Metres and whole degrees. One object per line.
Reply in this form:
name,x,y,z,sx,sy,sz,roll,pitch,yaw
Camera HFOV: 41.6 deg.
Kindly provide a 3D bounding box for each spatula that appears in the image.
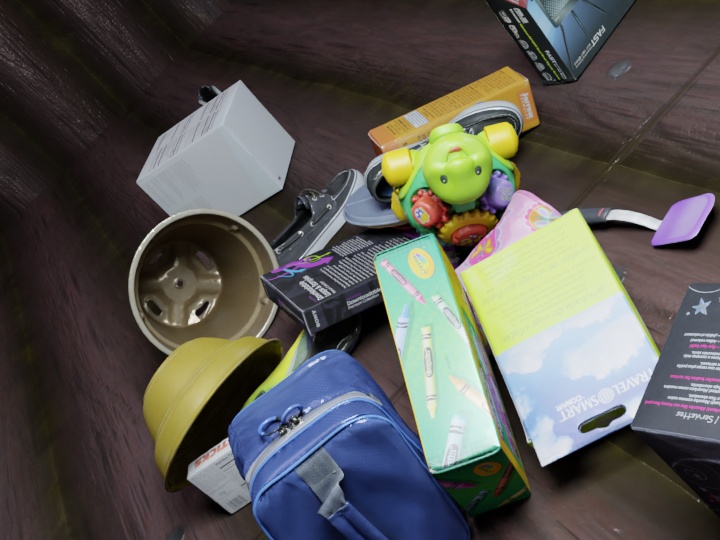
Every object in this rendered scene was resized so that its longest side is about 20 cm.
spatula,0.255,-0.050,0.912,0.057,0.021,0.200,-55,29,-17

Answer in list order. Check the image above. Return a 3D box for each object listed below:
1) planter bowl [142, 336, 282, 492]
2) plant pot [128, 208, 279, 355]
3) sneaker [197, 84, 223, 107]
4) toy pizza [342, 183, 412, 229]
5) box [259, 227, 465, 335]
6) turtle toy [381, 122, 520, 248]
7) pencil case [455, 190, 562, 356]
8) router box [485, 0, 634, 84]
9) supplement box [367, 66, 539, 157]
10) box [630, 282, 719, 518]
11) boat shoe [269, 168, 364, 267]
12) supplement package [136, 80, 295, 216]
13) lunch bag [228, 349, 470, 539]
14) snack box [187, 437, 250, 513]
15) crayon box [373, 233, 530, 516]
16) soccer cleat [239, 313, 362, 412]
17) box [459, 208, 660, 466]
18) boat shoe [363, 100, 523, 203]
planter bowl,-0.177,0.136,1.037,0.201,0.083,0.201,-52,-13,-17
plant pot,-0.233,0.020,1.301,0.201,0.200,0.183,-51,18,-15
sneaker,-0.290,-0.331,1.913,0.075,0.116,0.200,-49,29,-11
toy pizza,0.074,-0.095,1.160,0.200,0.032,0.200,-19,21,8
box,0.000,0.000,1.081,0.199,0.036,0.143,-22,23,-17
turtle toy,0.100,-0.085,0.973,0.145,0.200,0.101,-14,64,4
pencil case,0.128,0.018,0.920,0.200,0.087,0.087,-50,28,-11
router box,0.262,-0.357,1.187,0.200,0.150,0.062,-53,29,-16
supplement box,0.115,-0.175,1.163,0.200,0.067,0.069,-27,28,-5
box,0.288,0.092,0.554,0.200,0.132,0.115,2,55,54
boat shoe,-0.069,-0.077,1.325,0.200,0.066,0.070,-53,29,-17
supplement package,-0.241,-0.184,1.608,0.200,0.152,0.151,-28,30,26
lunch bag,-0.010,0.171,0.763,0.136,0.200,0.132,-38,30,-2
snack box,-0.083,0.179,0.984,0.200,0.072,0.024,-36,28,14
crayon box,0.075,0.085,0.778,0.058,0.119,0.200,-21,56,10
soccer cleat,-0.068,0.119,1.076,0.200,0.065,0.084,-52,6,-10
box,0.171,0.057,0.785,0.122,0.048,0.200,-30,51,15
boat shoe,0.099,-0.130,1.095,0.200,0.069,0.057,-25,24,9
